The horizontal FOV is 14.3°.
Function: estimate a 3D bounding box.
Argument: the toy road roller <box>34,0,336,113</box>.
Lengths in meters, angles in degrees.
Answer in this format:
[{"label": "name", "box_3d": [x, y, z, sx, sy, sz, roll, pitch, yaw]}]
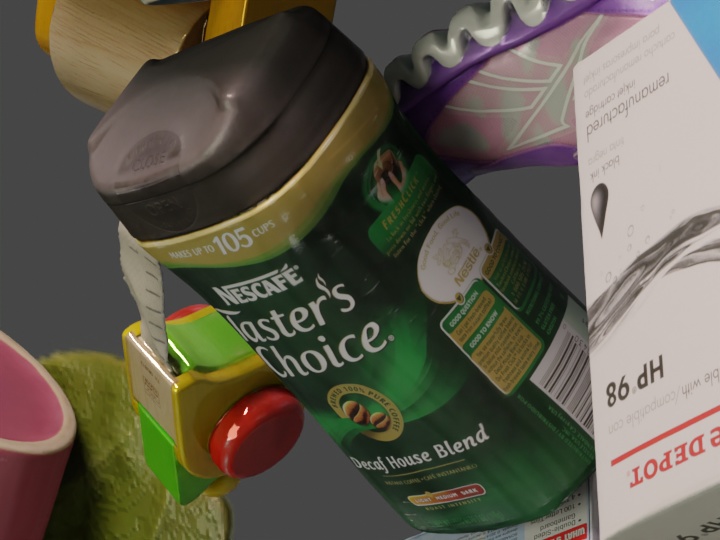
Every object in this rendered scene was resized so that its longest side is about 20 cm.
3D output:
[{"label": "toy road roller", "box_3d": [-0.092, -0.145, 1.102, 0.123, 0.146, 0.200, 25, 114, 41]}]

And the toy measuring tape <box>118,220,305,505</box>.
[{"label": "toy measuring tape", "box_3d": [-0.055, 0.024, 1.122, 0.074, 0.073, 0.200, 47, 157, 30]}]

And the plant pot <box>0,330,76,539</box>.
[{"label": "plant pot", "box_3d": [-0.222, 0.110, 1.263, 0.200, 0.200, 0.179, 43, 109, 32]}]

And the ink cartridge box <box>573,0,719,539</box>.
[{"label": "ink cartridge box", "box_3d": [0.125, 0.013, 0.837, 0.116, 0.067, 0.200, -34, 51, 51]}]

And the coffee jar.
[{"label": "coffee jar", "box_3d": [0.000, 0.000, 1.004, 0.200, 0.085, 0.104, 47, 146, -22]}]

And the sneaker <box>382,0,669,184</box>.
[{"label": "sneaker", "box_3d": [0.076, -0.063, 0.998, 0.200, 0.080, 0.089, -37, 80, 42]}]

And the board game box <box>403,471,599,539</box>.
[{"label": "board game box", "box_3d": [0.008, 0.185, 1.006, 0.200, 0.041, 0.200, -25, 37, 25]}]

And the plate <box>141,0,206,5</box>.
[{"label": "plate", "box_3d": [-0.009, -0.112, 0.975, 0.200, 0.200, 0.026, -3, 96, 46]}]
